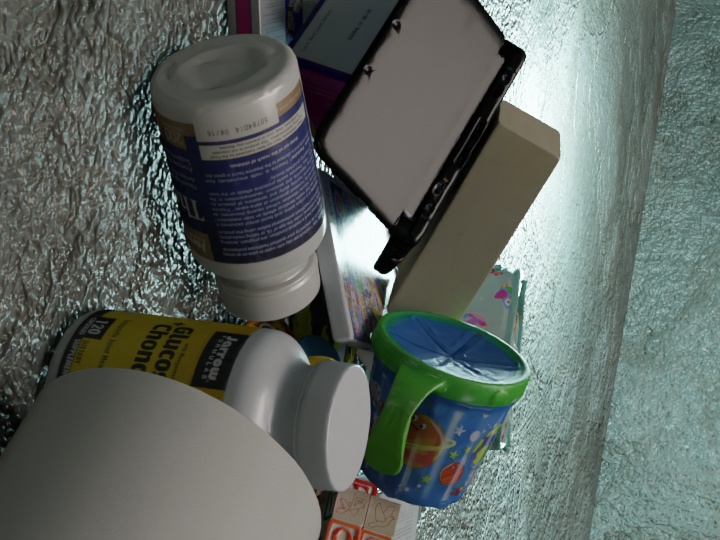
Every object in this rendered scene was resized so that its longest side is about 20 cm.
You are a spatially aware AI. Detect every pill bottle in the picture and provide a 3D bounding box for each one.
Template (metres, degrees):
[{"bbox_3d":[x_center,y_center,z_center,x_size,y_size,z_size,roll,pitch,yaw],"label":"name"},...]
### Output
[{"bbox_3d":[-0.099,0.090,0.862,0.112,0.197,0.114,5,90,-70],"label":"pill bottle"},{"bbox_3d":[-0.086,-0.065,0.990,0.111,0.110,0.202,-61,149,-48],"label":"pill bottle"}]

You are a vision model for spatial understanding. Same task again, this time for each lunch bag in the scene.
[{"bbox_3d":[0.093,0.089,1.440,0.122,0.168,0.203,33,62,-74],"label":"lunch bag"}]

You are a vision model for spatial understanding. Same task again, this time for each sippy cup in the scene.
[{"bbox_3d":[0.059,0.121,1.097,0.176,0.140,0.132,5,112,-32],"label":"sippy cup"}]

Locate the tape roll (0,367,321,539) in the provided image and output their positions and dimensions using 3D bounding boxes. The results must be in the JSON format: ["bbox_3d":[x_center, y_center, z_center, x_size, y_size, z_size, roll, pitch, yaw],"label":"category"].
[{"bbox_3d":[-0.137,0.177,0.779,0.140,0.200,0.204,-66,153,-42],"label":"tape roll"}]

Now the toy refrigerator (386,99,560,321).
[{"bbox_3d":[0.102,-0.041,1.155,0.201,0.069,0.076,-61,-176,23],"label":"toy refrigerator"}]

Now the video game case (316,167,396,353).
[{"bbox_3d":[0.000,0.000,1.146,0.200,0.018,0.145,25,52,-72],"label":"video game case"}]

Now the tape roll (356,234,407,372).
[{"bbox_3d":[0.034,0.015,1.307,0.202,0.037,0.205,36,46,-47],"label":"tape roll"}]

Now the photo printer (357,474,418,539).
[{"bbox_3d":[0.008,0.325,1.410,0.166,0.069,0.203,6,90,-71],"label":"photo printer"}]

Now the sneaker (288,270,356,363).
[{"bbox_3d":[-0.034,0.088,1.189,0.084,0.074,0.202,-10,118,-68],"label":"sneaker"}]

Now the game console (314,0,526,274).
[{"bbox_3d":[0.040,-0.123,1.082,0.201,0.116,0.176,-58,-178,-18],"label":"game console"}]

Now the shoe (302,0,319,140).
[{"bbox_3d":[-0.026,-0.181,1.207,0.201,0.053,0.070,71,31,-49],"label":"shoe"}]

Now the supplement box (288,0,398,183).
[{"bbox_3d":[0.021,-0.150,1.160,0.102,0.102,0.201,-58,154,-21],"label":"supplement box"}]

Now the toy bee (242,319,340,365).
[{"bbox_3d":[-0.079,0.086,1.090,0.108,0.201,0.132,0,133,-43],"label":"toy bee"}]

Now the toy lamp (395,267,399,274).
[{"bbox_3d":[-0.003,0.031,1.325,0.200,0.057,0.059,-47,138,-61],"label":"toy lamp"}]

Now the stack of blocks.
[{"bbox_3d":[-0.027,0.240,1.163,0.200,0.058,0.116,134,-28,-67],"label":"stack of blocks"}]

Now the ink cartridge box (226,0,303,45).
[{"bbox_3d":[-0.076,-0.181,1.096,0.095,0.037,0.203,-39,129,-65],"label":"ink cartridge box"}]
